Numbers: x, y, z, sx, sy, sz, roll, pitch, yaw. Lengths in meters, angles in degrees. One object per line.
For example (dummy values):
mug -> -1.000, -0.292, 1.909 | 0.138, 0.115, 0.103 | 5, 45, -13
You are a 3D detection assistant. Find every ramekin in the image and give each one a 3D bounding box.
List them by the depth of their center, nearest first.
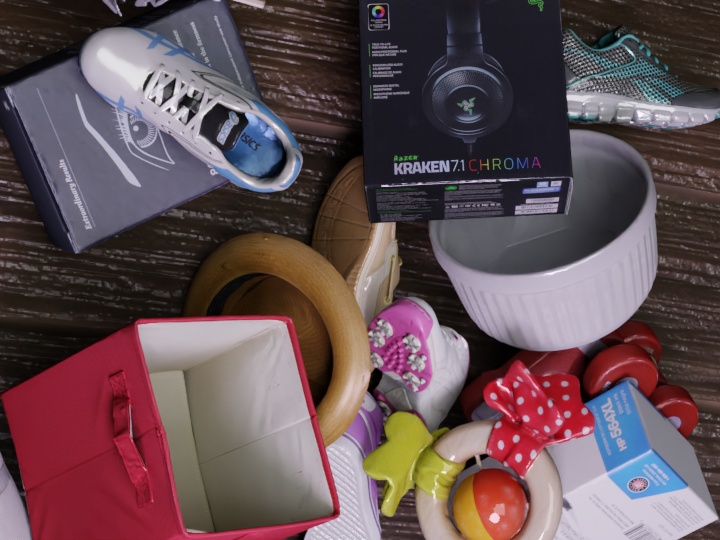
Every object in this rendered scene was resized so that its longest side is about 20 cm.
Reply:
ramekin -> 0.166, -0.022, 1.665 | 0.199, 0.200, 0.106 | -32, 129, -15

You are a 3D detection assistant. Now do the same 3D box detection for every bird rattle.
bird rattle -> 0.110, 0.174, 1.613 | 0.198, 0.113, 0.165 | -18, 81, 9

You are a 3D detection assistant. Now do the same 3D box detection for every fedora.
fedora -> -0.061, 0.063, 1.616 | 0.082, 0.199, 0.203 | -3, 99, -57

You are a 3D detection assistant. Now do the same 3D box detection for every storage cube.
storage cube -> -0.151, 0.146, 1.512 | 0.199, 0.179, 0.173 | 1, 69, -50

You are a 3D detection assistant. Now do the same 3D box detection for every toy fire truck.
toy fire truck -> 0.200, 0.118, 1.737 | 0.167, 0.113, 0.200 | -37, 134, 13

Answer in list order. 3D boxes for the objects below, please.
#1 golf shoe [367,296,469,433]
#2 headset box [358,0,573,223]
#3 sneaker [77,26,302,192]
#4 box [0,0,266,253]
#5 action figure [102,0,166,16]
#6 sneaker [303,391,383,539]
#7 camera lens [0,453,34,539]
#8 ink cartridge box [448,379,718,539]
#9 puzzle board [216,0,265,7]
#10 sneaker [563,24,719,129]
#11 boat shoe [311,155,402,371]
golf shoe -> 0.054, 0.071, 1.658 | 0.075, 0.201, 0.092 | 35, 64, 21
headset box -> 0.086, -0.151, 1.598 | 0.172, 0.093, 0.202 | -2, 72, 2
sneaker -> -0.128, -0.129, 1.490 | 0.199, 0.072, 0.072 | 31, 86, -20
box -> -0.186, -0.124, 1.562 | 0.198, 0.104, 0.149 | -25, 104, -17
action figure -> -0.147, -0.267, 1.451 | 0.198, 0.069, 0.131 | -18, 86, -27
sneaker -> -0.006, 0.193, 1.686 | 0.072, 0.115, 0.202 | 9, 126, 9
camera lens -> -0.339, 0.217, 1.509 | 0.159, 0.160, 0.202 | -27, 105, -16
ink cartridge box -> 0.192, 0.203, 1.687 | 0.199, 0.085, 0.146 | -30, 137, 17
puzzle board -> -0.182, -0.267, 1.532 | 0.198, 0.151, 0.018 | 12, 120, -22
sneaker -> 0.250, -0.178, 1.747 | 0.198, 0.077, 0.092 | 3, 91, -23
boat shoe -> 0.000, 0.000, 1.672 | 0.069, 0.073, 0.202 | 4, 102, -49
